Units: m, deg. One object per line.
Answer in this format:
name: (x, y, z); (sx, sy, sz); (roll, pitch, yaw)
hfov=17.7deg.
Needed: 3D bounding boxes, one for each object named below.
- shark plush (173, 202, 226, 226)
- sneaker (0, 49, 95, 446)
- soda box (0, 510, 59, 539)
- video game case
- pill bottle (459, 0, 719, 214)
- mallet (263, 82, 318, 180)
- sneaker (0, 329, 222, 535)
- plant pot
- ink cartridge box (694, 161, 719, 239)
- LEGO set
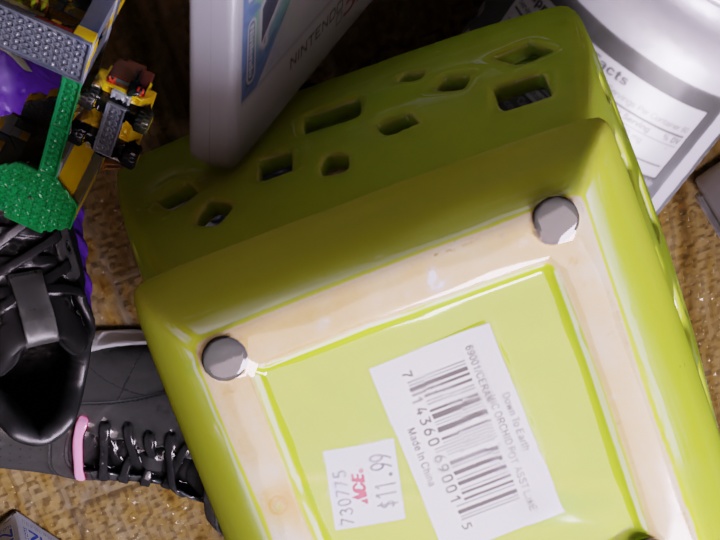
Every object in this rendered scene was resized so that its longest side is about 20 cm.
shark plush: (0.000, 0.000, 1.035); (0.199, 0.091, 0.084); (4, 96, -16)
sneaker: (-0.139, -0.012, 0.947); (0.069, 0.100, 0.201); (-11, 128, -10)
soda box: (-0.123, 0.204, 1.156); (0.063, 0.068, 0.200); (-38, 131, 13)
video game case: (-0.013, -0.165, 0.833); (0.022, 0.182, 0.201); (17, 131, 17)
pill bottle: (0.097, -0.080, 0.967); (0.113, 0.114, 0.200); (21, 119, -32)
mallet: (-0.019, 0.016, 0.979); (0.066, 0.201, 0.041); (-12, 176, -25)
sneaker: (-0.083, 0.083, 1.049); (0.199, 0.099, 0.071); (-4, 131, -14)
plant pot: (0.028, 0.037, 0.842); (0.198, 0.182, 0.201); (-20, 105, 3)
ink cartridge box: (0.273, -0.033, 1.045); (0.200, 0.147, 0.086); (-36, 132, 13)
LEGO set: (-0.150, -0.118, 0.843); (0.199, 0.116, 0.154); (20, 143, 4)
